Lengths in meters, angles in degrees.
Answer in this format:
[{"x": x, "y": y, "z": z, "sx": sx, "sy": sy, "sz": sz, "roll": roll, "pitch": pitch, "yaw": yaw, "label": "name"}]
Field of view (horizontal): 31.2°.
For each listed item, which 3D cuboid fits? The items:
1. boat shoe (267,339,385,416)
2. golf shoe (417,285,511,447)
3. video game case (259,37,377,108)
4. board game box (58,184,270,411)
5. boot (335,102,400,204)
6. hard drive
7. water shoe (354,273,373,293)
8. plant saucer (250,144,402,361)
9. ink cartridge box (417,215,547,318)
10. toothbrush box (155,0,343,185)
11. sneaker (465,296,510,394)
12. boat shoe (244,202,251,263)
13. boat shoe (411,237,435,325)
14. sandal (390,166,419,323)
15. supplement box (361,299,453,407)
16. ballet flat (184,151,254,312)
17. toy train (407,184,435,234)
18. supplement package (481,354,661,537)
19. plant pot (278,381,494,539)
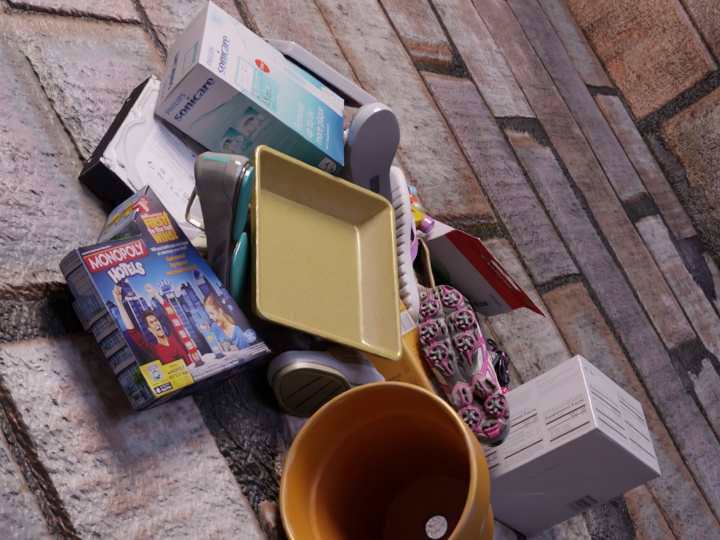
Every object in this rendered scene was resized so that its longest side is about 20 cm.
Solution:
[{"x": -0.040, "y": 0.113, "z": 1.381, "sx": 0.200, "sy": 0.075, "sz": 0.068, "roll": 29, "pitch": 31, "yaw": -56, "label": "boat shoe"}, {"x": 0.119, "y": 0.115, "z": 1.518, "sx": 0.092, "sy": 0.072, "sz": 0.200, "roll": 62, "pitch": 8, "yaw": -68, "label": "golf shoe"}, {"x": -0.086, "y": -0.246, "z": 1.585, "sx": 0.143, "sy": 0.017, "sz": 0.200, "roll": 30, "pitch": -5, "yaw": -36, "label": "video game case"}, {"x": -0.200, "y": 0.023, "z": 1.202, "sx": 0.200, "sy": 0.062, "sz": 0.200, "roll": 60, "pitch": 26, "yaw": 7, "label": "board game box"}, {"x": -0.009, "y": -0.142, "z": 1.515, "sx": 0.073, "sy": 0.200, "sz": 0.096, "roll": -27, "pitch": 59, "yaw": -22, "label": "boot"}, {"x": -0.208, "y": -0.108, "z": 1.359, "sx": 0.140, "sy": 0.038, "sz": 0.200, "roll": 48, "pitch": 27, "yaw": -20, "label": "hard drive"}, {"x": 0.000, "y": 0.000, "z": 1.524, "sx": 0.200, "sy": 0.079, "sz": 0.072, "roll": -69, "pitch": 167, "yaw": -65, "label": "water shoe"}, {"x": -0.046, "y": -0.009, "z": 1.368, "sx": 0.200, "sy": 0.048, "sz": 0.200, "roll": 20, "pitch": 55, "yaw": -37, "label": "plant saucer"}, {"x": 0.148, "y": 0.004, "z": 1.734, "sx": 0.161, "sy": 0.050, "sz": 0.200, "roll": 46, "pitch": -4, "yaw": -24, "label": "ink cartridge box"}, {"x": -0.119, "y": -0.184, "z": 1.433, "sx": 0.200, "sy": 0.085, "sz": 0.147, "roll": 34, "pitch": 30, "yaw": -23, "label": "toothbrush box"}, {"x": 0.160, "y": 0.117, "z": 1.712, "sx": 0.081, "sy": 0.075, "sz": 0.200, "roll": 31, "pitch": 36, "yaw": -42, "label": "sneaker"}, {"x": -0.104, "y": -0.057, "z": 1.454, "sx": 0.072, "sy": 0.076, "sz": 0.200, "roll": 55, "pitch": 21, "yaw": 18, "label": "boat shoe"}, {"x": 0.066, "y": 0.042, "z": 1.638, "sx": 0.072, "sy": 0.068, "sz": 0.200, "roll": 29, "pitch": 38, "yaw": -45, "label": "boat shoe"}, {"x": 0.047, "y": -0.026, "z": 1.597, "sx": 0.050, "sy": 0.082, "sz": 0.203, "roll": -1, "pitch": 87, "yaw": -41, "label": "sandal"}, {"x": 0.056, "y": 0.127, "z": 1.531, "sx": 0.200, "sy": 0.066, "sz": 0.069, "roll": 61, "pitch": 23, "yaw": 5, "label": "supplement box"}, {"x": -0.142, "y": -0.035, "z": 1.274, "sx": 0.064, "sy": 0.200, "sz": 0.067, "roll": 13, "pitch": 41, "yaw": 6, "label": "ballet flat"}, {"x": 0.013, "y": -0.088, "z": 1.714, "sx": 0.200, "sy": 0.056, "sz": 0.150, "roll": 10, "pitch": 25, "yaw": -44, "label": "toy train"}, {"x": 0.238, "y": 0.220, "z": 1.591, "sx": 0.156, "sy": 0.200, "sz": 0.111, "roll": 36, "pitch": 34, "yaw": -39, "label": "supplement package"}, {"x": 0.047, "y": 0.235, "z": 1.280, "sx": 0.183, "sy": 0.200, "sz": 0.200, "roll": 48, "pitch": 23, "yaw": -56, "label": "plant pot"}]
